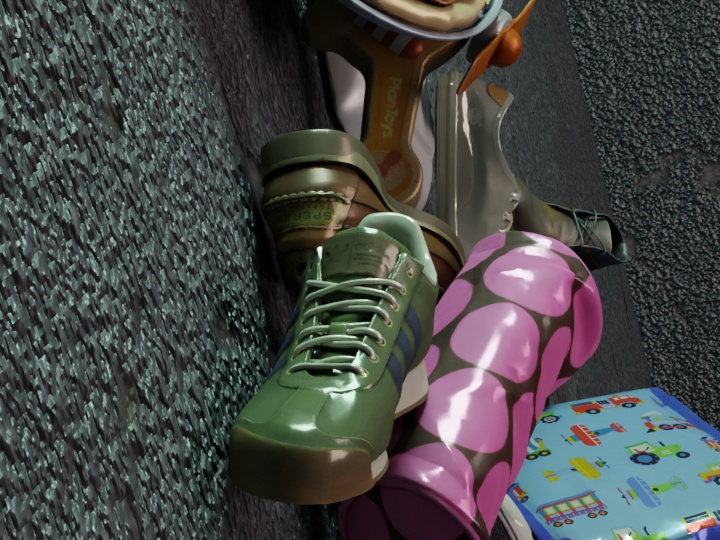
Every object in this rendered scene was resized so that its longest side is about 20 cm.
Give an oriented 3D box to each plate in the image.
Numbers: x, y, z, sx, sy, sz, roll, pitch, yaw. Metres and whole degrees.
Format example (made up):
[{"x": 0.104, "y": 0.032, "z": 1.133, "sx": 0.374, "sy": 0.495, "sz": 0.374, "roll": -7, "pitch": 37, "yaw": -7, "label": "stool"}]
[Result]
[{"x": 0.009, "y": -0.154, "z": 1.287, "sx": 0.200, "sy": 0.032, "sz": 0.201, "roll": 50, "pitch": 30, "yaw": -67, "label": "plate"}]

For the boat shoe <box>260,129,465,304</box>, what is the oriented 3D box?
[{"x": 0.000, "y": 0.000, "z": 1.016, "sx": 0.200, "sy": 0.072, "sz": 0.068, "roll": 38, "pitch": 45, "yaw": -59, "label": "boat shoe"}]

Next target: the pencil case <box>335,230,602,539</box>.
[{"x": 0.058, "y": 0.072, "z": 0.992, "sx": 0.094, "sy": 0.090, "sz": 0.200, "roll": 55, "pitch": 43, "yaw": -23, "label": "pencil case"}]

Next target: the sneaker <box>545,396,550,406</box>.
[{"x": 0.083, "y": 0.063, "z": 1.310, "sx": 0.200, "sy": 0.082, "sz": 0.078, "roll": 92, "pitch": 11, "yaw": -63, "label": "sneaker"}]

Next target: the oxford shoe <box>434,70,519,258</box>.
[{"x": 0.078, "y": -0.034, "z": 1.365, "sx": 0.075, "sy": 0.057, "sz": 0.201, "roll": -92, "pitch": -178, "yaw": -76, "label": "oxford shoe"}]

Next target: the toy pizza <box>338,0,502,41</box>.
[{"x": 0.007, "y": -0.210, "z": 1.084, "sx": 0.200, "sy": 0.032, "sz": 0.201, "roll": 28, "pitch": 41, "yaw": -28, "label": "toy pizza"}]

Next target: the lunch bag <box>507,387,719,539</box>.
[{"x": 0.149, "y": 0.136, "z": 1.162, "sx": 0.200, "sy": 0.150, "sz": 0.095, "roll": -162, "pitch": -116, "yaw": -72, "label": "lunch bag"}]

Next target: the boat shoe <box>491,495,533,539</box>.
[{"x": 0.051, "y": 0.180, "z": 1.050, "sx": 0.092, "sy": 0.075, "sz": 0.201, "roll": 17, "pitch": 39, "yaw": -48, "label": "boat shoe"}]

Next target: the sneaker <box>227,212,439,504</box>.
[{"x": -0.009, "y": 0.027, "z": 0.855, "sx": 0.200, "sy": 0.067, "sz": 0.090, "roll": -41, "pitch": 137, "yaw": -73, "label": "sneaker"}]

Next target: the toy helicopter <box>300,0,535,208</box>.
[{"x": 0.030, "y": -0.115, "z": 1.130, "sx": 0.079, "sy": 0.131, "sz": 0.201, "roll": 108, "pitch": -9, "yaw": -63, "label": "toy helicopter"}]

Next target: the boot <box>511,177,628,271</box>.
[{"x": 0.178, "y": -0.044, "z": 1.816, "sx": 0.200, "sy": 0.096, "sz": 0.075, "roll": 53, "pitch": 27, "yaw": -64, "label": "boot"}]
